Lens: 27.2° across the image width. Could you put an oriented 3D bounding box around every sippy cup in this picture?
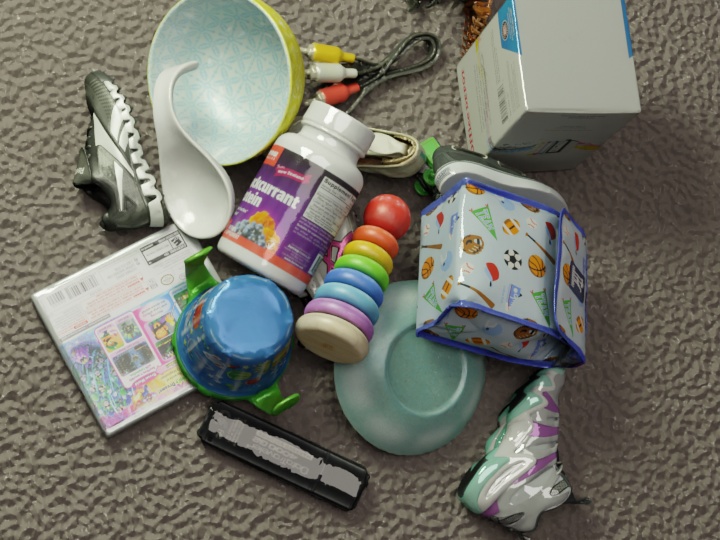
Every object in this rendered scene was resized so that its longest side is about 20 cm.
[{"bbox_3d":[-0.131,0.066,1.629,0.178,0.130,0.140,26,71,-6],"label":"sippy cup"}]

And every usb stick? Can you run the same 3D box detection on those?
[{"bbox_3d":[-0.085,0.208,1.674,0.200,0.033,0.056,26,78,-4],"label":"usb stick"}]

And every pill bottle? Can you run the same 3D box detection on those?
[{"bbox_3d":[-0.066,-0.084,1.667,0.111,0.111,0.200,29,87,-3],"label":"pill bottle"}]

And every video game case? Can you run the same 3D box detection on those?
[{"bbox_3d":[-0.242,0.063,1.686,0.200,0.024,0.182,-28,83,-18],"label":"video game case"}]

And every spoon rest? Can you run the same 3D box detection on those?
[{"bbox_3d":[-0.195,-0.134,1.681,0.061,0.099,0.200,-15,94,-53],"label":"spoon rest"}]

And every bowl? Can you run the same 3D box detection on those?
[{"bbox_3d":[-0.138,-0.226,1.730,0.200,0.200,0.108,59,29,7],"label":"bowl"}]

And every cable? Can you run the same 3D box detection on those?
[{"bbox_3d":[0.014,-0.236,1.804,0.200,0.050,0.097,-12,94,-17],"label":"cable"}]

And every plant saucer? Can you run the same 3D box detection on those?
[{"bbox_3d":[0.067,0.111,1.694,0.201,0.039,0.201,1,87,-28],"label":"plant saucer"}]

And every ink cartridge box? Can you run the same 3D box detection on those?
[{"bbox_3d":[0.217,-0.217,1.763,0.144,0.200,0.148,-2,75,-16],"label":"ink cartridge box"}]

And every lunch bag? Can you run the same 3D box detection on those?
[{"bbox_3d":[0.175,0.009,1.689,0.200,0.124,0.170,19,60,-24],"label":"lunch bag"}]

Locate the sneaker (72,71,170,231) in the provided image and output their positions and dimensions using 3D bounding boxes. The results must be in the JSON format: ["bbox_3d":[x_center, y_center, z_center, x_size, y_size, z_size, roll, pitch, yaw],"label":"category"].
[{"bbox_3d":[-0.292,-0.132,1.705,0.090,0.066,0.200,-19,82,-18],"label":"sneaker"}]

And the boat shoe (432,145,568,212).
[{"bbox_3d":[0.167,-0.100,1.770,0.200,0.069,0.057,18,40,-36],"label":"boat shoe"}]

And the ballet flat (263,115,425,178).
[{"bbox_3d":[-0.022,-0.152,1.747,0.200,0.062,0.068,5,79,4],"label":"ballet flat"}]

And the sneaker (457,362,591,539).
[{"bbox_3d":[0.216,0.218,1.718,0.140,0.078,0.200,35,79,-4],"label":"sneaker"}]

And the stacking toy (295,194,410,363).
[{"bbox_3d":[0.000,0.000,1.655,0.085,0.085,0.200,25,63,-4],"label":"stacking toy"}]

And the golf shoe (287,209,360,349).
[{"bbox_3d":[-0.041,-0.004,1.719,0.092,0.073,0.200,-4,76,-13],"label":"golf shoe"}]

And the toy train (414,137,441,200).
[{"bbox_3d":[0.121,-0.072,1.791,0.056,0.042,0.200,-32,83,-28],"label":"toy train"}]

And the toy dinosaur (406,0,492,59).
[{"bbox_3d":[0.126,-0.366,1.846,0.136,0.102,0.200,-6,72,-29],"label":"toy dinosaur"}]
